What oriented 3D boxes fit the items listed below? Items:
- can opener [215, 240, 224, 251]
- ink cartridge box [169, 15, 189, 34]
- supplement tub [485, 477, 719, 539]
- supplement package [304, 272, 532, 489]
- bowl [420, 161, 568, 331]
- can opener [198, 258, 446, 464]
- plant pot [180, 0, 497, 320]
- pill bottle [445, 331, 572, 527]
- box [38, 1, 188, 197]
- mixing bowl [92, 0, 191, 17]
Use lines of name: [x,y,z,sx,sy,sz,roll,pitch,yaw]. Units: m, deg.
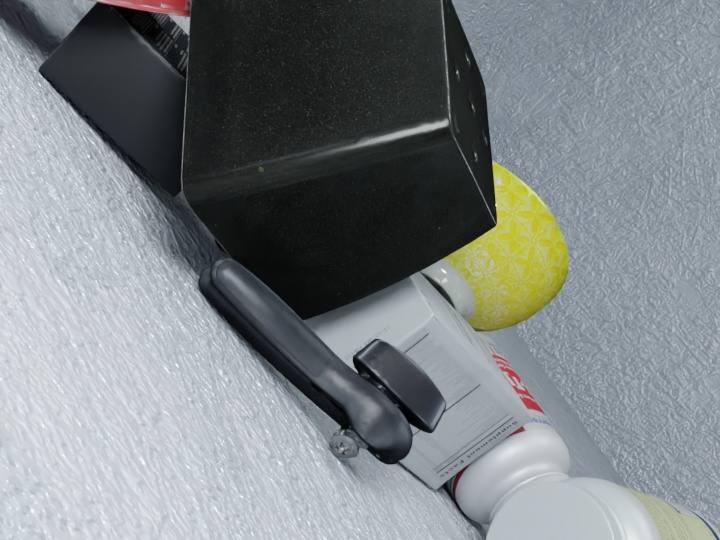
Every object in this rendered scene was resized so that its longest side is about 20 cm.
can opener: [-0.077,-0.022,1.084,0.200,0.079,0.063,4,90,-78]
ink cartridge box: [-0.136,-0.223,1.241,0.200,0.068,0.116,29,6,15]
supplement tub: [0.208,0.252,1.076,0.200,0.145,0.145,24,25,-45]
supplement package: [0.039,0.079,1.084,0.200,0.114,0.110,45,10,-48]
bowl: [0.087,-0.007,1.239,0.200,0.108,0.200,27,-35,21]
can opener: [-0.035,0.064,0.919,0.200,0.079,0.063,38,-32,-6]
plant pot: [-0.005,-0.103,0.934,0.200,0.177,0.200,55,29,-55]
pill bottle: [0.121,0.159,1.198,0.112,0.112,0.200,43,11,-48]
box: [-0.168,-0.152,1.046,0.141,0.079,0.200,42,10,-13]
mixing bowl: [-0.194,-0.264,0.960,0.200,0.108,0.200,12,16,-3]
